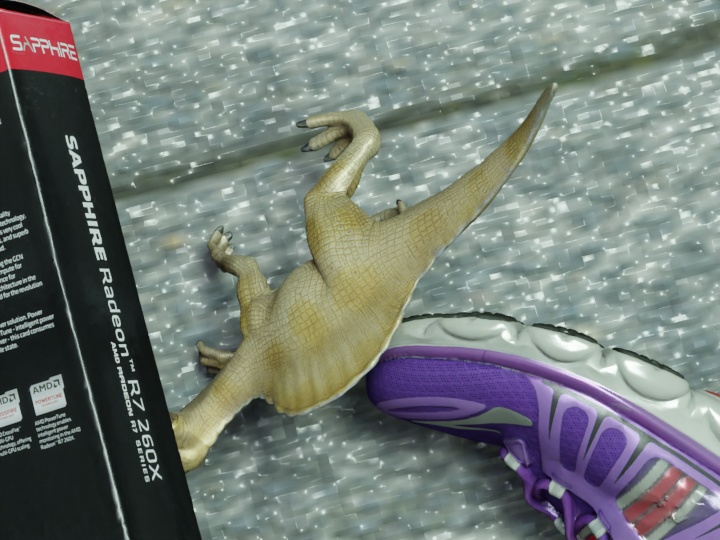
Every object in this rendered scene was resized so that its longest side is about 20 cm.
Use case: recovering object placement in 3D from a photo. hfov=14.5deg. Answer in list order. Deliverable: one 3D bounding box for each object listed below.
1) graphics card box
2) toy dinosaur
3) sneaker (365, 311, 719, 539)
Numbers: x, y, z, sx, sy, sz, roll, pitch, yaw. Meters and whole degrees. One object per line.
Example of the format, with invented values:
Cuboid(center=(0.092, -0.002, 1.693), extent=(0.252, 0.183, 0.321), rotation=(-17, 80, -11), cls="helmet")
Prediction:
Cuboid(center=(-0.126, 0.033, 0.860), extent=(0.125, 0.051, 0.201), rotation=(-19, 80, 22), cls="graphics card box")
Cuboid(center=(0.000, 0.000, 0.870), extent=(0.200, 0.101, 0.058), rotation=(-40, 117, 22), cls="toy dinosaur")
Cuboid(center=(0.087, 0.073, 0.872), extent=(0.199, 0.081, 0.084), rotation=(26, 86, 7), cls="sneaker")
